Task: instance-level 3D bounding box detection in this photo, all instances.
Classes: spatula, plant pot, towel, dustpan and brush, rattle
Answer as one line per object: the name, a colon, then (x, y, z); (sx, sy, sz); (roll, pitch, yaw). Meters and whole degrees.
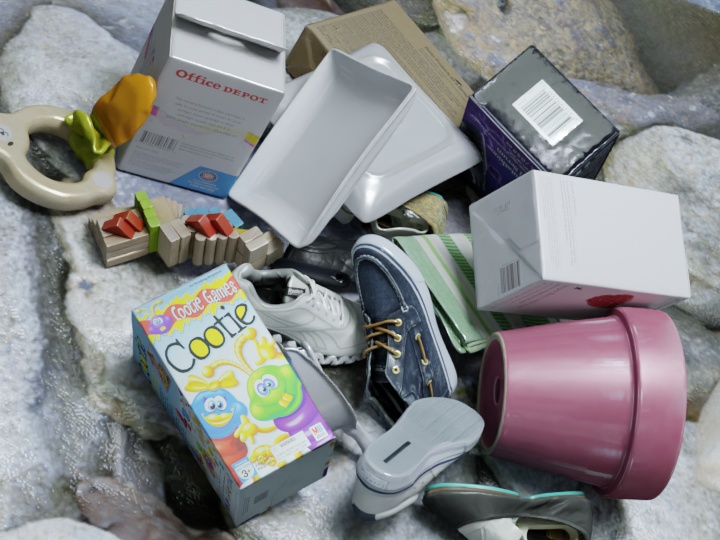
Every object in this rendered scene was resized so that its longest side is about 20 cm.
spatula: (-0.105, -0.017, 1.583); (0.199, 0.021, 0.057); (18, 52, 1)
plant pot: (0.221, 0.134, 1.586); (0.178, 0.201, 0.201); (5, 50, -7)
towel: (0.133, 0.022, 1.703); (0.199, 0.023, 0.153); (-5, 56, -51)
dustpan and brush: (-0.031, 0.134, 1.493); (0.057, 0.139, 0.201); (-32, 105, -16)
rattle: (-0.321, -0.139, 1.511); (0.199, 0.143, 0.131); (13, 65, -30)

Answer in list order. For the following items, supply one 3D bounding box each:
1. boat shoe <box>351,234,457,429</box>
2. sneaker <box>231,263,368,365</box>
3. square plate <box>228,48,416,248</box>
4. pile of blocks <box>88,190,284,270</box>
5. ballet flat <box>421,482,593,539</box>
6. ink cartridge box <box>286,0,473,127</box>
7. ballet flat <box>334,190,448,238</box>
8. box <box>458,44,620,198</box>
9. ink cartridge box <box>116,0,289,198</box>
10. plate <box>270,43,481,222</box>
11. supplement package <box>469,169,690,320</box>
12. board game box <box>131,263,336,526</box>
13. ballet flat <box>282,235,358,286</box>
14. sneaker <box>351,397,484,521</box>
boat shoe: (0.032, 0.068, 1.547); (0.091, 0.071, 0.201); (-45, 116, -44)
sneaker: (-0.057, 0.042, 1.559); (0.199, 0.081, 0.075); (11, 47, -25)
square plate: (-0.039, -0.127, 1.586); (0.028, 0.199, 0.200); (35, 0, -32)
pile of blocks: (-0.174, -0.049, 1.539); (0.199, 0.062, 0.083); (4, 56, -9)
ballet flat: (0.154, 0.251, 1.524); (0.199, 0.068, 0.069); (7, 63, -27)
ink cartridge box: (0.033, -0.218, 1.837); (0.164, 0.075, 0.200); (-23, 67, -43)
ballet flat: (0.007, -0.076, 1.712); (0.199, 0.071, 0.071); (17, 47, -19)
box: (0.197, -0.140, 1.769); (0.104, 0.200, 0.148); (-40, 77, -16)
ink cartridge box: (-0.163, -0.198, 1.607); (0.128, 0.200, 0.126); (16, 47, -21)
plate: (0.014, -0.166, 1.707); (0.199, 0.032, 0.200); (-30, 69, -35)
supplement package: (0.232, -0.020, 1.620); (0.199, 0.121, 0.121); (6, 70, -30)
board game box: (-0.120, 0.115, 1.419); (0.103, 0.105, 0.200); (-27, 69, -20)
ballet flat: (0.000, 0.000, 1.662); (0.199, 0.057, 0.066); (9, 23, -32)
sneaker: (0.050, 0.182, 1.491); (0.073, 0.071, 0.200); (38, 31, 22)
